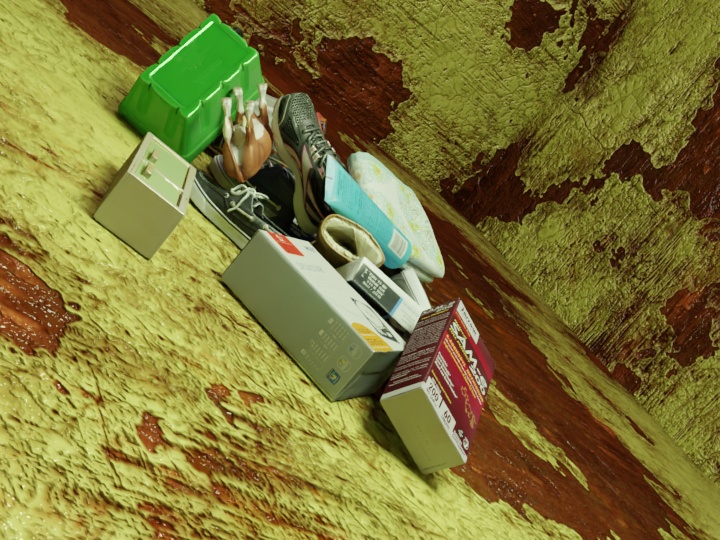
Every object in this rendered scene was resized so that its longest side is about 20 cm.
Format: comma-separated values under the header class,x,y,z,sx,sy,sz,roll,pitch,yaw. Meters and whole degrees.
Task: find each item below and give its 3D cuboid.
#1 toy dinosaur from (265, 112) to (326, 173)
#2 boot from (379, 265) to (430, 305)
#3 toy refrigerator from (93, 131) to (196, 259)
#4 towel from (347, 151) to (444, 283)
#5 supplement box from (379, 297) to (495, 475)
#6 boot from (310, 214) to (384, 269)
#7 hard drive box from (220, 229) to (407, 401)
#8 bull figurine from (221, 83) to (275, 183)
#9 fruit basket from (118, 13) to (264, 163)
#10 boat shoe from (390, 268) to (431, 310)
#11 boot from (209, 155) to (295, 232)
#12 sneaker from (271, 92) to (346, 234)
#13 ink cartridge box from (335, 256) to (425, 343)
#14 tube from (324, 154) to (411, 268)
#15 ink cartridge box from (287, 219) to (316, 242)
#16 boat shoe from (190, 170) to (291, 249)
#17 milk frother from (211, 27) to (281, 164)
class,x,y,z,sx,sy,sz,roll,pitch,yaw
toy dinosaur,-0.044,-0.149,1.530,0.197,0.185,0.105,9,6,29
boot,0.058,0.007,1.603,0.200,0.067,0.132,39,20,-44
toy refrigerator,-0.234,-0.091,1.109,0.076,0.070,0.200,38,12,-16
towel,0.057,-0.082,1.582,0.199,0.048,0.173,29,37,-53
supplement box,0.096,0.132,1.171,0.110,0.060,0.201,60,28,-17
boot,0.000,0.000,1.400,0.173,0.067,0.200,29,-14,-7
hard drive box,-0.050,0.053,1.181,0.200,0.077,0.156,45,11,16
bull figurine,-0.157,-0.191,1.393,0.064,0.124,0.201,-4,21,0
fruit basket,-0.255,-0.255,1.464,0.155,0.216,0.216,40,11,3
boat shoe,0.088,0.096,1.515,0.070,0.065,0.203,87,-19,-78
boot,-0.151,-0.134,1.505,0.200,0.091,0.072,49,14,33
sneaker,-0.057,-0.154,1.397,0.086,0.080,0.203,-1,-70,48
ink cartridge box,0.029,0.074,1.355,0.198,0.044,0.200,41,-20,-12
tube,0.006,-0.074,1.382,0.200,0.050,0.078,46,32,-45
ink cartridge box,-0.068,-0.057,1.632,0.195,0.043,0.201,38,15,-21
boat shoe,-0.156,-0.077,1.327,0.199,0.068,0.073,45,12,16
milk frother,-0.167,-0.280,1.643,0.185,0.203,0.180,21,2,-11
